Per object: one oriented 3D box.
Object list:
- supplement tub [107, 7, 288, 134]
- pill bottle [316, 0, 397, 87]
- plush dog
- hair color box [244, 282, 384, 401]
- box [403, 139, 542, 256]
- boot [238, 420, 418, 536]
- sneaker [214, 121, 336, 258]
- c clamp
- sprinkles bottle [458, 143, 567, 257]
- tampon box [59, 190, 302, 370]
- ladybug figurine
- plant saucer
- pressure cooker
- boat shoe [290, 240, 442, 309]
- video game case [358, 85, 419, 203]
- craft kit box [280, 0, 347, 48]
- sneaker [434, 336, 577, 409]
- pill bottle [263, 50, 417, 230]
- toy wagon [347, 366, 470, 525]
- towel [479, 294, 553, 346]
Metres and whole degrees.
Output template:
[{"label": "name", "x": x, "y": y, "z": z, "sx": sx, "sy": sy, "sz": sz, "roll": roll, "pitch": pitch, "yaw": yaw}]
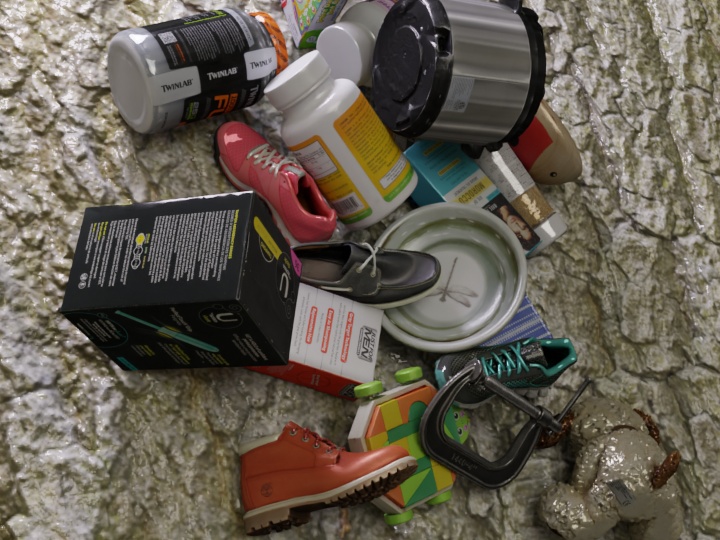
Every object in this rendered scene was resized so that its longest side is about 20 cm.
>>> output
[{"label": "supplement tub", "x": -0.193, "y": -0.245, "z": 1.464, "sx": 0.198, "sy": 0.123, "sz": 0.124, "roll": -20, "pitch": 75, "yaw": -31}, {"label": "pill bottle", "x": 0.038, "y": -0.306, "z": 1.599, "sx": 0.199, "sy": 0.112, "sz": 0.113, "roll": -30, "pitch": 80, "yaw": -40}, {"label": "plush dog", "x": 0.306, "y": 0.223, "z": 1.466, "sx": 0.197, "sy": 0.162, "sz": 0.173, "roll": 7, "pitch": 36, "yaw": -23}, {"label": "hair color box", "x": -0.079, "y": 0.070, "z": 1.397, "sx": 0.197, "sy": 0.061, "sz": 0.103, "roll": 19, "pitch": 60, "yaw": -15}, {"label": "box", "x": 0.135, "y": -0.082, "z": 1.556, "sx": 0.082, "sy": 0.049, "sz": 0.200, "roll": -37, "pitch": 83, "yaw": -34}, {"label": "boot", "x": -0.040, "y": 0.203, "z": 1.289, "sx": 0.197, "sy": 0.075, "sz": 0.109, "roll": -17, "pitch": 68, "yaw": 11}, {"label": "sneaker", "x": -0.094, "y": -0.113, "z": 1.465, "sx": 0.074, "sy": 0.087, "sz": 0.201, "roll": -37, "pitch": 84, "yaw": -35}, {"label": "c clamp", "x": 0.158, "y": 0.164, "z": 1.397, "sx": 0.199, "sy": 0.027, "sz": 0.172, "roll": 26, "pitch": 94, "yaw": -35}, {"label": "sprinkles bottle", "x": 0.189, "y": -0.116, "z": 1.599, "sx": 0.068, "sy": 0.068, "sz": 0.201, "roll": -35, "pitch": 89, "yaw": -34}, {"label": "tampon box", "x": -0.181, "y": 0.015, "z": 1.271, "sx": 0.197, "sy": 0.150, "sz": 0.128, "roll": -4, "pitch": 60, "yaw": 17}, {"label": "ladybug figurine", "x": 0.218, "y": -0.192, "z": 1.636, "sx": 0.072, "sy": 0.136, "sz": 0.201, "roll": -35, "pitch": 71, "yaw": -3}, {"label": "plant saucer", "x": 0.104, "y": 0.015, "z": 1.477, "sx": 0.197, "sy": 0.050, "sz": 0.203, "roll": -4, "pitch": 62, "yaw": 8}, {"label": "pressure cooker", "x": 0.132, "y": -0.238, "z": 1.481, "sx": 0.197, "sy": 0.176, "sz": 0.181, "roll": 1, "pitch": 68, "yaw": -27}, {"label": "boat shoe", "x": 0.000, "y": 0.000, "z": 1.430, "sx": 0.197, "sy": 0.068, "sz": 0.073, "roll": 1, "pitch": 60, "yaw": -3}, {"label": "video game case", "x": 0.035, "y": -0.168, "z": 1.596, "sx": 0.198, "sy": 0.018, "sz": 0.145, "roll": 19, "pitch": 60, "yaw": -16}, {"label": "craft kit box", "x": -0.064, "y": -0.426, "z": 1.570, "sx": 0.048, "sy": 0.198, "sz": 0.202, "roll": -9, "pitch": 68, "yaw": -29}, {"label": "sneaker", "x": 0.175, "y": 0.108, "z": 1.437, "sx": 0.198, "sy": 0.091, "sz": 0.078, "roll": -6, "pitch": 67, "yaw": -38}, {"label": "pill bottle", "x": -0.027, "y": -0.159, "z": 1.469, "sx": 0.201, "sy": 0.110, "sz": 0.111, "roll": 54, "pitch": 53, "yaw": -18}, {"label": "toy wagon", "x": 0.067, "y": 0.191, "z": 1.386, "sx": 0.198, "sy": 0.039, "sz": 0.158, "roll": -15, "pitch": 92, "yaw": -44}, {"label": "towel", "x": 0.148, "y": 0.048, "z": 1.542, "sx": 0.144, "sy": 0.024, "sz": 0.201, "roll": -24, "pitch": 76, "yaw": -30}]
